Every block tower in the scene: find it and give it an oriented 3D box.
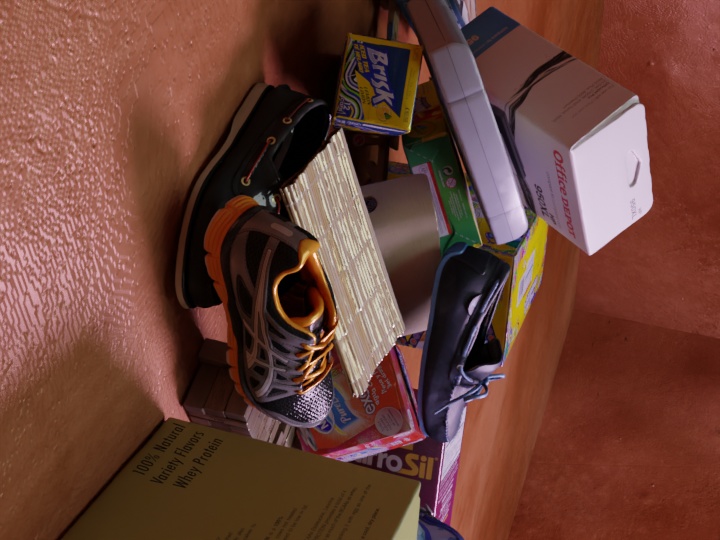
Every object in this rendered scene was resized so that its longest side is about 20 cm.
[{"bbox_3d":[-0.091,0.134,0.939,0.201,0.053,0.058,77,28,-54],"label":"block tower"}]

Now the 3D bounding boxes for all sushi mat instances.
[{"bbox_3d":[-0.009,-0.004,0.899,0.096,0.012,0.202,-55,136,-45],"label":"sushi mat"}]

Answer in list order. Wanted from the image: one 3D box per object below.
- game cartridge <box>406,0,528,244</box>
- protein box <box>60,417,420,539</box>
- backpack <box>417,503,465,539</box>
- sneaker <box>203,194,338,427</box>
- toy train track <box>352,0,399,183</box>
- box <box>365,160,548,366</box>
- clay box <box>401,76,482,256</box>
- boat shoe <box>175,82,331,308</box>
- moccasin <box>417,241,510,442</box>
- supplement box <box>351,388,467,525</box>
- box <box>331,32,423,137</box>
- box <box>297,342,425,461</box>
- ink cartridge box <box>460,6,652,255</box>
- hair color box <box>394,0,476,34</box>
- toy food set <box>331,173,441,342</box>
[{"bbox_3d":[0.092,-0.126,0.958,0.134,0.040,0.201,-98,167,-51],"label":"game cartridge"},{"bbox_3d":[-0.084,0.226,0.760,0.199,0.198,0.136,-52,149,-57],"label":"protein box"},{"bbox_3d":[0.026,0.321,1.160,0.184,0.199,0.147,-54,135,-17],"label":"backpack"},{"bbox_3d":[-0.050,0.043,0.809,0.078,0.077,0.201,-48,138,-32],"label":"sneaker"},{"bbox_3d":[0.017,-0.186,1.140,0.115,0.032,0.203,28,66,-76],"label":"toy train track"},{"bbox_3d":[0.086,-0.016,1.197,0.200,0.190,0.123,-49,147,-59],"label":"box"},{"bbox_3d":[0.072,-0.106,1.100,0.200,0.047,0.116,-93,165,-66],"label":"clay box"},{"bbox_3d":[-0.079,-0.057,0.844,0.074,0.062,0.203,80,28,-54],"label":"boat shoe"},{"bbox_3d":[0.092,0.075,1.007,0.081,0.067,0.202,-56,155,-50],"label":"moccasin"},{"bbox_3d":[0.042,0.245,1.331,0.103,0.129,0.203,-38,136,-66],"label":"supplement box"},{"bbox_3d":[0.011,-0.154,0.973,0.200,0.063,0.071,-105,-155,-84],"label":"box"},{"bbox_3d":[-0.002,0.122,1.063,0.200,0.099,0.097,56,18,-78],"label":"box"},{"bbox_3d":[0.167,-0.130,1.051,0.084,0.200,0.145,-37,138,-12],"label":"ink cartridge box"},{"bbox_3d":[0.077,-0.300,1.176,0.200,0.060,0.101,29,57,-74],"label":"hair color box"},{"bbox_3d":[0.000,0.000,1.025,0.201,0.142,0.061,78,-2,-54],"label":"toy food set"}]
